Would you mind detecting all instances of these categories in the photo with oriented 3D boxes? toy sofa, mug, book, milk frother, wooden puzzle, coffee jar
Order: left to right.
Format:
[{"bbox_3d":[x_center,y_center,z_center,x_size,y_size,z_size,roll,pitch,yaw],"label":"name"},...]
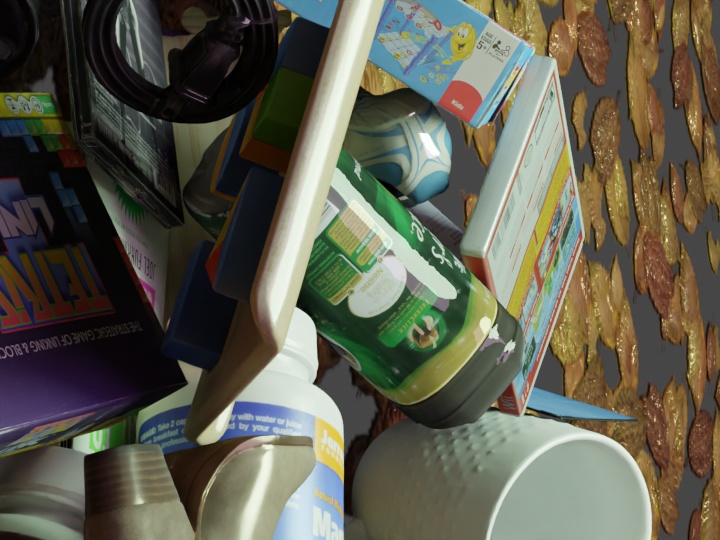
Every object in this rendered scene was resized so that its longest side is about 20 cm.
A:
[{"bbox_3d":[-0.133,-0.179,1.106,0.200,0.180,0.188,37,50,-32],"label":"milk frother"},{"bbox_3d":[-0.143,0.037,1.269,0.134,0.048,0.200,43,47,-67],"label":"book"},{"bbox_3d":[-0.080,-0.054,1.401,0.083,0.097,0.200,-119,-157,-85],"label":"toy sofa"},{"bbox_3d":[-0.048,-0.028,1.118,0.200,0.046,0.186,123,-16,-67],"label":"wooden puzzle"},{"bbox_3d":[0.000,0.000,1.322,0.085,0.104,0.200,-47,114,-4],"label":"coffee jar"},{"bbox_3d":[0.061,0.171,1.573,0.200,0.175,0.148,-25,113,-32],"label":"mug"}]

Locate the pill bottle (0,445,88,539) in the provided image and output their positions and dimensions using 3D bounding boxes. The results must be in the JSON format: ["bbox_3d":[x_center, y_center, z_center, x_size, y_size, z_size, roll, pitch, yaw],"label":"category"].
[{"bbox_3d":[-0.163,0.186,1.099,0.200,0.114,0.114,-71,148,-42],"label":"pill bottle"}]

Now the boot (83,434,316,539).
[{"bbox_3d":[-0.066,0.152,1.101,0.200,0.070,0.146,1,73,-59],"label":"boot"}]

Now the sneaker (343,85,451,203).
[{"bbox_3d":[-0.007,-0.079,1.464,0.072,0.200,0.073,-21,107,-20],"label":"sneaker"}]

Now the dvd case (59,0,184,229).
[{"bbox_3d":[-0.133,-0.137,1.273,0.149,0.016,0.200,49,31,-69],"label":"dvd case"}]

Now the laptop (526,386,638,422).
[{"bbox_3d":[0.088,0.027,1.665,0.187,0.116,0.200,11,61,-67],"label":"laptop"}]

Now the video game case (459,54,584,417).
[{"bbox_3d":[0.102,-0.018,1.467,0.200,0.017,0.143,72,35,-56],"label":"video game case"}]

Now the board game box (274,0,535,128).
[{"bbox_3d":[0.004,-0.160,1.396,0.056,0.200,0.196,-58,178,7],"label":"board game box"}]

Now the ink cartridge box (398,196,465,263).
[{"bbox_3d":[0.031,-0.006,1.539,0.200,0.042,0.119,44,26,4],"label":"ink cartridge box"}]

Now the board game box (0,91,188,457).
[{"bbox_3d":[-0.176,0.001,1.099,0.166,0.057,0.200,63,22,6],"label":"board game box"}]

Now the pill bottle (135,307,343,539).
[{"bbox_3d":[-0.064,0.120,1.247,0.112,0.112,0.200,48,37,-56],"label":"pill bottle"}]
